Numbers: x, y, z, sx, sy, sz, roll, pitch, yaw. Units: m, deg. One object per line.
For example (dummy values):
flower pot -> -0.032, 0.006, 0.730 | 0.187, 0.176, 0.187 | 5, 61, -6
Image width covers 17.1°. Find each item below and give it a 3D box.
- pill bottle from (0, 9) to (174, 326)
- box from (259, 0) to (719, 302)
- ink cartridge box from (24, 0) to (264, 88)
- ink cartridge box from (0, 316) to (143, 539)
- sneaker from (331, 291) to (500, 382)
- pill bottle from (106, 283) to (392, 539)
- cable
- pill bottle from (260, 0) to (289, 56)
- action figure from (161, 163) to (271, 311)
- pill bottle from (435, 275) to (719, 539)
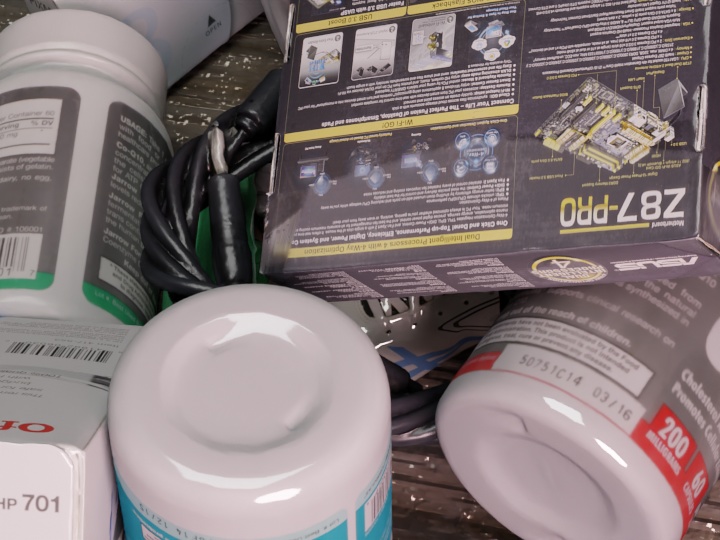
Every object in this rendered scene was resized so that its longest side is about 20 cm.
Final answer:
pill bottle -> -0.149, -0.025, 1.174 | 0.112, 0.113, 0.201 | -3, 50, 9
box -> 0.059, -0.074, 0.979 | 0.199, 0.049, 0.162 | -5, 68, 30
ink cartridge box -> -0.110, -0.194, 1.247 | 0.160, 0.201, 0.047 | -41, 52, -21
ink cartridge box -> -0.169, 0.079, 0.985 | 0.146, 0.086, 0.200 | 4, 14, 2
sneaker -> 0.046, 0.004, 1.139 | 0.199, 0.073, 0.072 | -20, 52, -4
pill bottle -> -0.042, 0.107, 0.983 | 0.110, 0.201, 0.111 | 0, 49, 0
cable -> 0.000, 0.000, 1.059 | 0.200, 0.051, 0.163 | 44, 52, 10
pill bottle -> 0.047, -0.176, 1.254 | 0.199, 0.120, 0.120 | -22, 50, -8
action figure -> -0.060, 0.007, 1.125 | 0.054, 0.118, 0.201 | 20, 55, -23
pill bottle -> 0.128, 0.019, 1.014 | 0.113, 0.114, 0.200 | 22, 59, 27
